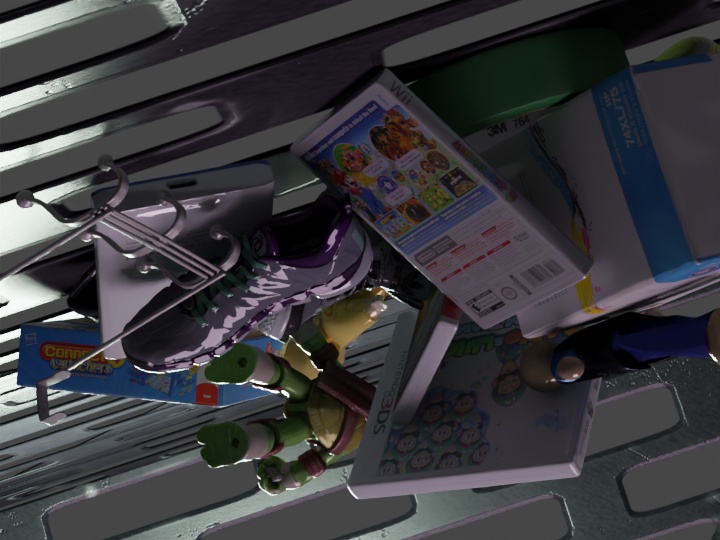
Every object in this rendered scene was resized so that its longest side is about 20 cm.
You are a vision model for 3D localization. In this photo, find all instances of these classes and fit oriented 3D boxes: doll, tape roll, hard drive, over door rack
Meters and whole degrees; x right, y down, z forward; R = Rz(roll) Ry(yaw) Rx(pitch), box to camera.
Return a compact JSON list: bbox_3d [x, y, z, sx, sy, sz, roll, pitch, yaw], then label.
[{"bbox_3d":[0.194,0.056,1.495,0.200,0.049,0.136,-13,-172,45],"label":"doll"},{"bbox_3d":[0.104,-0.119,1.508,0.200,0.048,0.200,-17,171,-3],"label":"tape roll"},{"bbox_3d":[-0.134,-0.005,1.542,0.131,0.025,0.200,-11,148,-12],"label":"hard drive"},{"bbox_3d":[-0.203,0.009,1.430,0.200,0.067,0.148,-40,144,14],"label":"over door rack"}]

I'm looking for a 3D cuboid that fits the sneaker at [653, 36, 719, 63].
[{"bbox_3d":[0.233,-0.104,1.633,0.200,0.105,0.076,-29,-156,48],"label":"sneaker"}]

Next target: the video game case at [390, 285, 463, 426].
[{"bbox_3d":[0.069,0.007,1.622,0.017,0.200,0.143,19,141,-3],"label":"video game case"}]

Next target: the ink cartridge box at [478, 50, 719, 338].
[{"bbox_3d":[0.206,-0.055,1.474,0.146,0.147,0.200,-12,170,-35],"label":"ink cartridge box"}]

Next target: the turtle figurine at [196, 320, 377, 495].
[{"bbox_3d":[-0.077,0.111,1.707,0.144,0.200,0.194,-56,150,14],"label":"turtle figurine"}]

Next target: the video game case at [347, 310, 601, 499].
[{"bbox_3d":[0.098,0.095,1.617,0.199,0.182,0.024,-9,134,30],"label":"video game case"}]

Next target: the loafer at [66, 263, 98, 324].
[{"bbox_3d":[-0.157,-0.003,1.630,0.070,0.068,0.200,0,158,-47],"label":"loafer"}]

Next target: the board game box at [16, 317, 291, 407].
[{"bbox_3d":[-0.181,0.080,1.856,0.195,0.056,0.200,4,-177,15],"label":"board game box"}]

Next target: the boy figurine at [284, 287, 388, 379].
[{"bbox_3d":[0.005,0.026,1.826,0.200,0.064,0.124,-54,-168,9],"label":"boy figurine"}]

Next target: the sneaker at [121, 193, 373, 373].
[{"bbox_3d":[-0.091,0.001,1.485,0.200,0.075,0.088,-27,150,-5],"label":"sneaker"}]

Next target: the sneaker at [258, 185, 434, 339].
[{"bbox_3d":[0.000,0.000,1.599,0.200,0.114,0.076,-58,172,-50],"label":"sneaker"}]

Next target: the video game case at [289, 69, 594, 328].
[{"bbox_3d":[0.055,-0.046,1.445,0.018,0.200,0.143,-54,-169,-30],"label":"video game case"}]
